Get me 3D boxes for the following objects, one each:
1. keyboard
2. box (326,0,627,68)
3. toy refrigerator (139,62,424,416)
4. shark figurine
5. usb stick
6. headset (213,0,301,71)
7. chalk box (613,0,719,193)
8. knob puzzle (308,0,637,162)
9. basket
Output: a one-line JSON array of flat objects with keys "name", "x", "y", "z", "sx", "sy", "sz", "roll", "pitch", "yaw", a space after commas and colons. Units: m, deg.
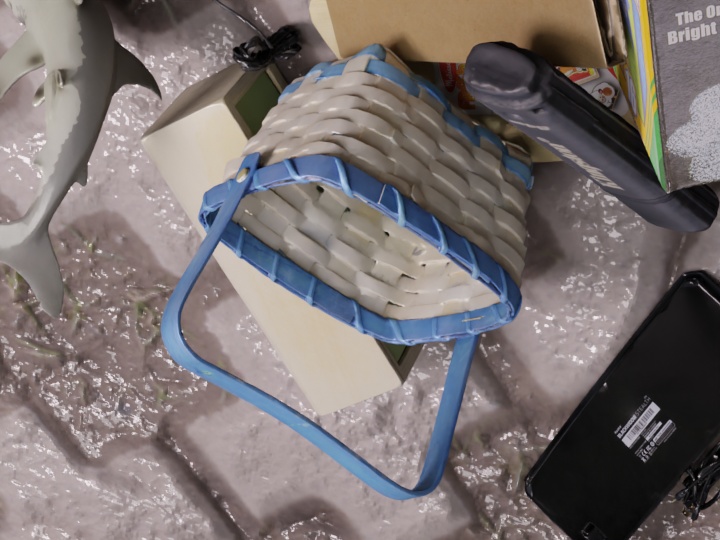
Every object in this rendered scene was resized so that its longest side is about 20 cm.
[{"name": "keyboard", "x": 0.186, "y": 0.097, "z": 1.181, "sx": 0.104, "sy": 0.040, "sz": 0.200, "roll": 46, "pitch": 127, "yaw": 18}, {"name": "box", "x": 0.040, "y": -0.182, "z": 0.984, "sx": 0.200, "sy": 0.021, "sz": 0.164, "roll": 9, "pitch": 120, "yaw": 48}, {"name": "toy refrigerator", "x": -0.037, "y": -0.022, "z": 1.157, "sx": 0.070, "sy": 0.076, "sz": 0.200, "roll": -22, "pitch": 108, "yaw": 28}, {"name": "shark figurine", "x": -0.152, "y": -0.092, "z": 1.107, "sx": 0.128, "sy": 0.215, "sz": 0.089, "roll": -22, "pitch": 149, "yaw": 38}, {"name": "usb stick", "x": 0.120, "y": -0.064, "z": 1.001, "sx": 0.055, "sy": 0.200, "sz": 0.033, "roll": 27, "pitch": 89, "yaw": 40}, {"name": "headset", "x": -0.083, "y": -0.207, "z": 1.084, "sx": 0.123, "sy": 0.094, "sz": 0.200, "roll": -13, "pitch": 98, "yaw": 30}, {"name": "chalk box", "x": 0.179, "y": -0.160, "z": 0.928, "sx": 0.124, "sy": 0.124, "sz": 0.200, "roll": -12, "pitch": 131, "yaw": 1}, {"name": "knob puzzle", "x": 0.070, "y": -0.147, "z": 1.074, "sx": 0.220, "sy": 0.030, "sz": 0.220, "roll": 9, "pitch": 120, "yaw": 16}, {"name": "basket", "x": 0.000, "y": 0.000, "z": 1.041, "sx": 0.176, "sy": 0.200, "sz": 0.139, "roll": 37, "pitch": 146, "yaw": -25}]
